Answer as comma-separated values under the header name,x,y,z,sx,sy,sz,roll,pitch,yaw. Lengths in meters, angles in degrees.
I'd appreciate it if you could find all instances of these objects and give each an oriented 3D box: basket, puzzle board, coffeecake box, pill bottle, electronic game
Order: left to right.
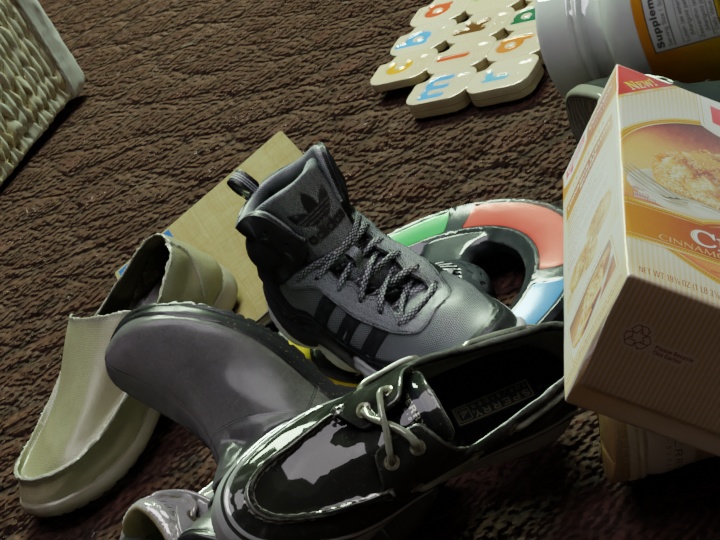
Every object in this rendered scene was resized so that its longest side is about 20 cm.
name,x,y,z,sx,sy,sz,roll,pitch,yaw
basket,-0.371,-0.166,1.806,0.197,0.200,0.161,-8,38,35
puzzle board,-0.077,-0.008,1.418,0.151,0.017,0.200,-41,26,0
electronic game,0.038,0.023,1.249,0.199,0.042,0.200,-23,27,12
pill bottle,0.211,-0.161,1.330,0.199,0.111,0.111,-13,30,27
coffeecake box,0.176,0.003,1.027,0.200,0.153,0.073,-82,14,-58

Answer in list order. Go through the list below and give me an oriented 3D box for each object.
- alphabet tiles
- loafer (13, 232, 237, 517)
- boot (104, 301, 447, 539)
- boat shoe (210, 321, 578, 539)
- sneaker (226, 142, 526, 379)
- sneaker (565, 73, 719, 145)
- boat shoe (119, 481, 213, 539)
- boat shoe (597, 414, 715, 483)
name,x,y,z,sx,sy,sz,roll,pitch,yaw
alphabet tiles,0.108,-0.172,1.556,0.195,0.015,0.200,-9,33,33
loafer,-0.150,0.058,1.317,0.075,0.068,0.200,-5,43,45
boot,-0.061,0.096,1.099,0.199,0.070,0.132,20,43,16
boat shoe,0.020,0.075,1.050,0.199,0.064,0.071,-25,68,-20
sneaker,0.000,0.000,1.167,0.075,0.114,0.200,-46,37,-20
sneaker,0.212,-0.080,1.246,0.106,0.075,0.200,-35,36,-24
boat shoe,-0.091,0.143,1.128,0.071,0.069,0.200,-2,36,46
boat shoe,0.149,0.038,1.098,0.069,0.074,0.200,-4,31,6
